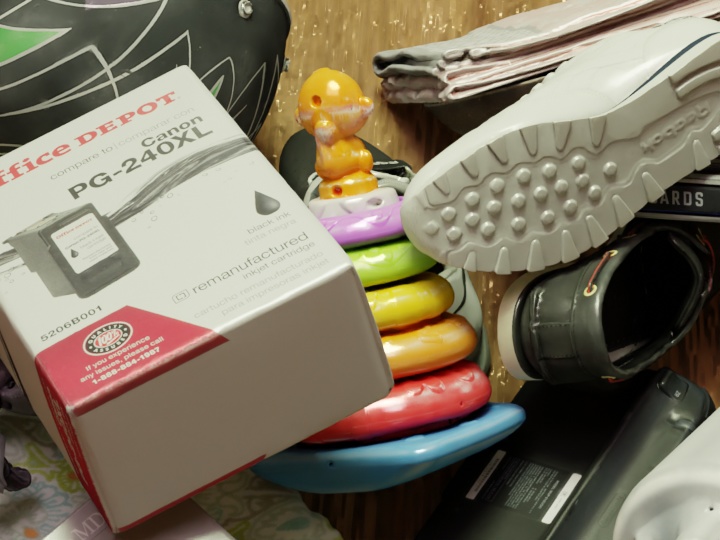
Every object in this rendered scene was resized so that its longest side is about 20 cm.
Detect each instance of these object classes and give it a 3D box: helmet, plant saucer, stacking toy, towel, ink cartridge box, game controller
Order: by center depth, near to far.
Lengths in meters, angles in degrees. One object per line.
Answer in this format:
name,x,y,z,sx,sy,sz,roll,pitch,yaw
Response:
ink cartridge box,-0.096,0.008,1.349,0.145,0.083,0.200,-28,40,-11
stacking toy,0.000,0.000,1.423,0.116,0.200,0.110,-7,7,34
game controller,0.092,0.116,1.433,0.104,0.042,0.200,9,46,36
towel,-0.132,0.129,1.440,0.171,0.048,0.200,-35,52,-22
plant saucer,0.133,-0.105,1.570,0.200,0.032,0.200,-16,7,2
helmet,-0.138,-0.120,1.578,0.200,0.200,0.191,-18,50,-9
towel,0.112,-0.131,1.583,0.191,0.032,0.200,-18,6,-9

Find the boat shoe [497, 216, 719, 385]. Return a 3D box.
boat shoe,0.148,0.007,1.464,0.063,0.074,0.201,-1,16,37

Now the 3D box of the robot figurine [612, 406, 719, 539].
robot figurine,0.191,0.116,1.341,0.169,0.113,0.200,-27,6,41

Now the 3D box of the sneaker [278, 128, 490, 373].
sneaker,0.011,-0.030,1.545,0.074,0.089,0.200,-24,46,-13

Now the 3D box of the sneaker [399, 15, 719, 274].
sneaker,0.102,-0.064,1.418,0.200,0.077,0.080,-25,32,-16

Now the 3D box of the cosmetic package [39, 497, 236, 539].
cosmetic package,-0.069,0.192,1.310,0.200,0.090,0.107,41,61,14

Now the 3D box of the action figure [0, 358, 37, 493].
action figure,-0.171,0.053,1.446,0.200,0.069,0.130,-16,52,-3

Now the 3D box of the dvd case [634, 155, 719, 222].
dvd case,0.171,-0.053,1.498,0.200,0.025,0.150,5,16,27
